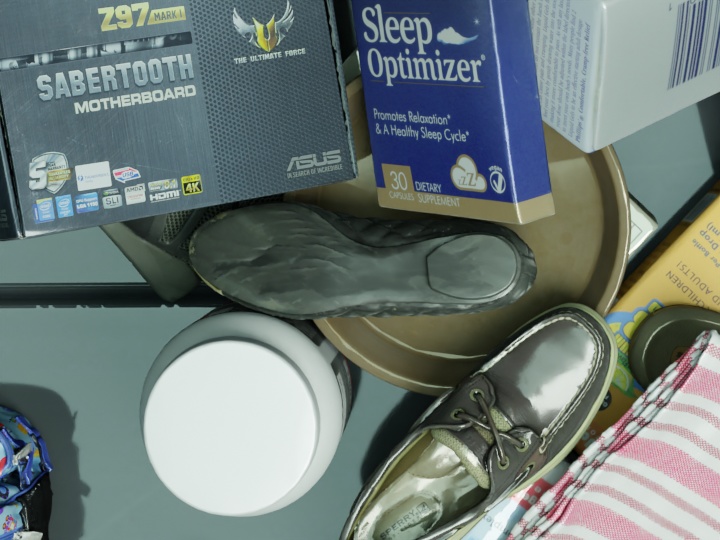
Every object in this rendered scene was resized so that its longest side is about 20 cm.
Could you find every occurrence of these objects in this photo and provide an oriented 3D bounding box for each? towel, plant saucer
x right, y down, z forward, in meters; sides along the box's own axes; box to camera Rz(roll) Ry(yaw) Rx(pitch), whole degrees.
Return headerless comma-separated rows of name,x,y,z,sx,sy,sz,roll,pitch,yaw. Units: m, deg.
towel,0.185,0.136,1.263,0.146,0.030,0.200,29,114,-26
plant saucer,0.055,-0.028,1.279,0.199,0.029,0.201,2,100,9

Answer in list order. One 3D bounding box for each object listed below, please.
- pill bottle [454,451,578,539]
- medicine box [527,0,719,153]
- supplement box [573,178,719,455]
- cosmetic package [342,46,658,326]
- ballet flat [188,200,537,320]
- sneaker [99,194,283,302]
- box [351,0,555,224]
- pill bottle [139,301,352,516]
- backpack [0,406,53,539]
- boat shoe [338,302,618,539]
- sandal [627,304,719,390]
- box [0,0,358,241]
pill bottle,0.052,0.180,1.337,0.109,0.109,0.200,35,94,0
medicine box,0.133,-0.184,1.240,0.182,0.103,0.200,-26,48,-27
supplement box,0.186,0.026,1.345,0.067,0.069,0.200,42,95,-1
cosmetic package,0.071,-0.062,1.334,0.200,0.087,0.103,45,98,-1
ballet flat,0.000,0.000,1.257,0.199,0.057,0.067,5,81,15
sneaker,-0.111,-0.066,1.299,0.114,0.199,0.076,-34,53,3
box,0.043,-0.128,1.189,0.032,0.121,0.201,-16,105,-35
pill bottle,-0.066,0.078,1.291,0.115,0.200,0.116,0,92,3
backpack,-0.277,0.147,1.304,0.182,0.200,0.135,8,93,3
boat shoe,0.065,0.101,1.249,0.073,0.065,0.200,42,100,10
sandal,0.252,0.068,1.287,0.199,0.054,0.081,14,93,1
box,-0.109,-0.109,1.204,0.199,0.051,0.158,-10,93,-24
